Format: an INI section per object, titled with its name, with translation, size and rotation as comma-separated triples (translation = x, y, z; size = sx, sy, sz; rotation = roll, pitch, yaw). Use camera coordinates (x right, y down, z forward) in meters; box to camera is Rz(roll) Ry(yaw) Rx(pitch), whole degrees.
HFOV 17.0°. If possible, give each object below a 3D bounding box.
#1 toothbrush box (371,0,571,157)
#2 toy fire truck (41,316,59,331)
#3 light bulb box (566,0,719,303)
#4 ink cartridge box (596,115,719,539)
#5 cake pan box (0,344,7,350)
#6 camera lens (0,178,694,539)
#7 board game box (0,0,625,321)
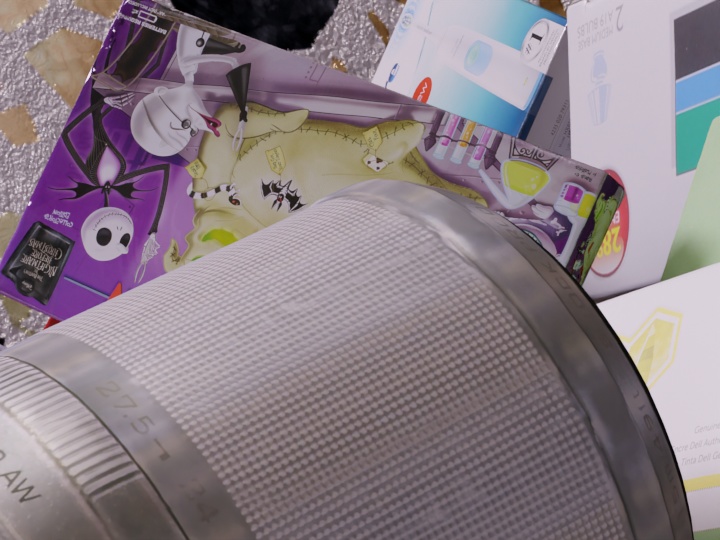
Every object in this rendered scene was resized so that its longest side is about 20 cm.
[toothbrush box]
translation = 0.070, -0.062, 1.213
size = 0.147, 0.085, 0.200
rotation = -66, 22, 8
[toy fire truck]
translation = -0.138, 0.082, 0.899
size = 0.141, 0.049, 0.200
rotation = -53, 1, 18
[light bulb box]
translation = 0.207, -0.057, 0.892
size = 0.199, 0.126, 0.198
rotation = 2, -9, -23
[ink cartridge box]
translation = 0.105, 0.014, 0.719
size = 0.145, 0.048, 0.201
rotation = -22, 46, 59
[cake pan box]
translation = -0.209, 0.110, 0.988
size = 0.201, 0.052, 0.184
rotation = -55, -24, -4
[camera lens]
translation = -0.029, 0.080, 0.602
size = 0.199, 0.161, 0.160
rotation = -26, 3, -28
[board game box]
translation = -0.022, -0.010, 0.829
size = 0.199, 0.121, 0.032
rotation = 22, -2, 25
